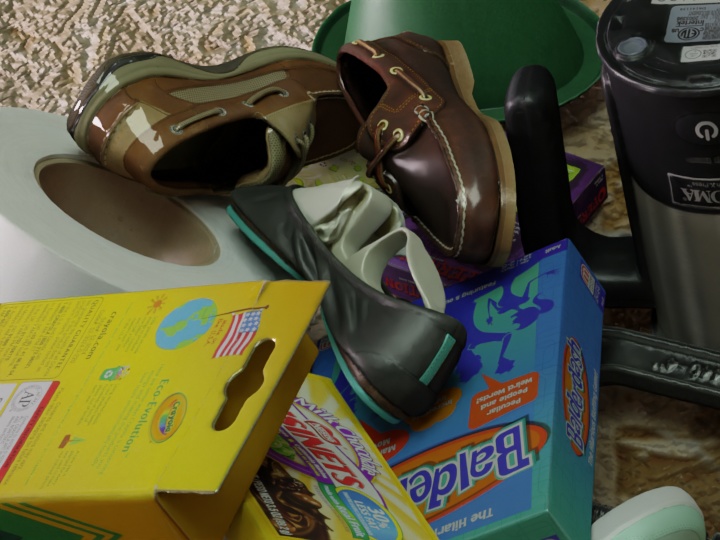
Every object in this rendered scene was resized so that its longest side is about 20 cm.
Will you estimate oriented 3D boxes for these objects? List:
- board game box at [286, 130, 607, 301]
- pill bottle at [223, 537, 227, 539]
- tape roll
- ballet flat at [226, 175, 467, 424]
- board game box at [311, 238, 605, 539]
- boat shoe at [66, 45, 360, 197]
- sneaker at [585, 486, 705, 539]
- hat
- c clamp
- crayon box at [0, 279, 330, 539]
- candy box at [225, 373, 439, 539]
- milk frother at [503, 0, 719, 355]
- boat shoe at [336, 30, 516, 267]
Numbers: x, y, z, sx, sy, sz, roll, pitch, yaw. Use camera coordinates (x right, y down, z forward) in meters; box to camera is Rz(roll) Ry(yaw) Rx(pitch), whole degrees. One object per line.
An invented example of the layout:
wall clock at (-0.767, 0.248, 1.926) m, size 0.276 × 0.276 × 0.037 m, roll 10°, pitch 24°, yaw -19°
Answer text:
board game box at (0.022, -0.043, 1.587) m, size 0.199 × 0.032 × 0.120 m, roll 22°, pitch 48°, yaw 30°
pill bottle at (-0.133, 0.187, 1.300) m, size 0.113 × 0.114 × 0.200 m, roll 27°, pitch 66°, yaw 33°
tape roll at (-0.131, -0.003, 1.468) m, size 0.201 × 0.071 × 0.203 m, roll 24°, pitch 19°, yaw -9°
ballet flat at (0.000, 0.000, 1.425) m, size 0.068 × 0.068 × 0.200 m, roll -48°, pitch 42°, yaw 9°
board game box at (0.041, 0.086, 1.387) m, size 0.151 × 0.045 × 0.201 m, roll -23°, pitch 33°, yaw 23°
boat shoe at (-0.064, -0.069, 1.523) m, size 0.199 × 0.076 × 0.074 m, roll -7°, pitch 43°, yaw -45°
sneaker at (0.123, 0.193, 1.291) m, size 0.118 × 0.074 × 0.201 m, roll 24°, pitch 63°, yaw 38°
hat at (0.044, -0.196, 1.608) m, size 0.199 × 0.177 × 0.166 m, roll -5°, pitch 35°, yaw -5°
c clamp at (0.133, 0.105, 1.413) m, size 0.199 × 0.027 × 0.172 m, roll 7°, pitch 56°, yaw 22°
crayon box at (-0.105, 0.069, 1.273) m, size 0.199 × 0.051 × 0.127 m, roll -5°, pitch 43°, yaw 38°
candy box at (-0.030, 0.093, 1.311) m, size 0.102 × 0.027 × 0.200 m, roll 16°, pitch 18°, yaw -26°
milk frother at (0.183, -0.082, 1.479) m, size 0.180 × 0.189 × 0.200 m, roll 11°, pitch 44°, yaw 30°
boat shoe at (0.031, -0.063, 1.484) m, size 0.070 × 0.071 × 0.200 m, roll 5°, pitch 26°, yaw -15°
